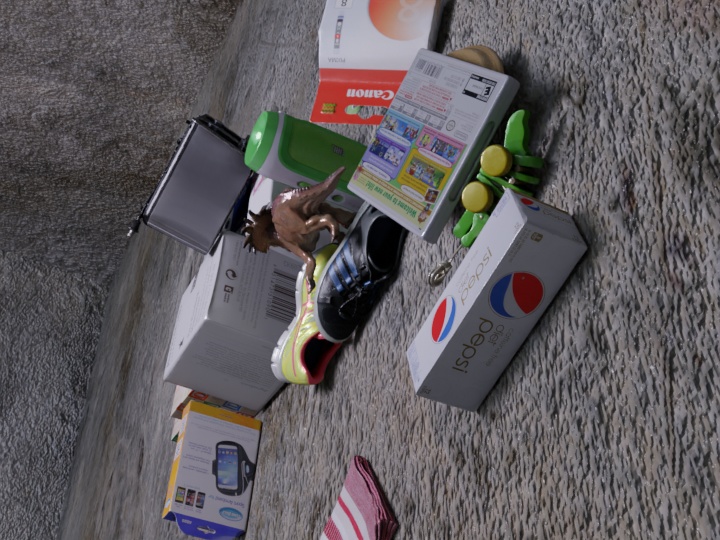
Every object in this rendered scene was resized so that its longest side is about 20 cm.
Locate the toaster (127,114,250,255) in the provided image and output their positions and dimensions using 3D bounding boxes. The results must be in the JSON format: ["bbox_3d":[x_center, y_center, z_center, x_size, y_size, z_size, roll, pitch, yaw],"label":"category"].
[{"bbox_3d":[-0.242,-0.127,1.534,0.201,0.118,0.181,-60,6,8],"label":"toaster"}]

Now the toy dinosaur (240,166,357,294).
[{"bbox_3d":[-0.087,-0.064,1.296,0.086,0.135,0.201,-53,-7,-40],"label":"toy dinosaur"}]

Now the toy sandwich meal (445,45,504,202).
[{"bbox_3d":[0.106,-0.161,1.145,0.205,0.070,0.207,-38,40,40],"label":"toy sandwich meal"}]

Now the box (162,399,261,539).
[{"bbox_3d":[-0.218,0.301,1.496,0.041,0.118,0.201,-45,31,50],"label":"box"}]

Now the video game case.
[{"bbox_3d":[0.072,-0.140,1.093,0.183,0.022,0.200,-62,31,7],"label":"video game case"}]

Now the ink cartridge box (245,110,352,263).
[{"bbox_3d":[-0.080,-0.115,1.481,0.085,0.144,0.201,-48,29,41],"label":"ink cartridge box"}]

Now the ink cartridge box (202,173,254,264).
[{"bbox_3d":[-0.194,-0.077,1.660,0.200,0.044,0.095,-39,38,49],"label":"ink cartridge box"}]

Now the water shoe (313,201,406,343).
[{"bbox_3d":[0.000,0.000,1.264,0.201,0.071,0.079,-69,22,6],"label":"water shoe"}]

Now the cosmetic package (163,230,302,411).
[{"bbox_3d":[-0.177,0.079,1.527,0.200,0.164,0.166,-49,27,47],"label":"cosmetic package"}]

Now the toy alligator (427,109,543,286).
[{"bbox_3d":[0.131,-0.058,0.997,0.054,0.059,0.201,35,110,28],"label":"toy alligator"}]

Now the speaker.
[{"bbox_3d":[-0.046,-0.136,1.322,0.089,0.199,0.089,-53,26,40],"label":"speaker"}]

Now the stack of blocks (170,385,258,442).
[{"bbox_3d":[-0.247,0.223,1.659,0.200,0.114,0.059,-48,29,49],"label":"stack of blocks"}]

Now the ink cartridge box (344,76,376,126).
[{"bbox_3d":[0.039,-0.305,1.468,0.104,0.059,0.202,-31,43,61],"label":"ink cartridge box"}]

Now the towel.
[{"bbox_3d":[-0.025,0.318,1.101,0.201,0.023,0.144,-67,19,11],"label":"towel"}]

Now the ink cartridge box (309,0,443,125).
[{"bbox_3d":[0.017,-0.295,1.378,0.050,0.161,0.202,61,-142,-60],"label":"ink cartridge box"}]

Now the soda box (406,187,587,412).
[{"bbox_3d":[0.118,0.030,0.917,0.201,0.068,0.064,-60,22,28],"label":"soda box"}]

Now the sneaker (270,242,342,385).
[{"bbox_3d":[-0.046,0.063,1.347,0.090,0.078,0.202,18,90,57],"label":"sneaker"}]
